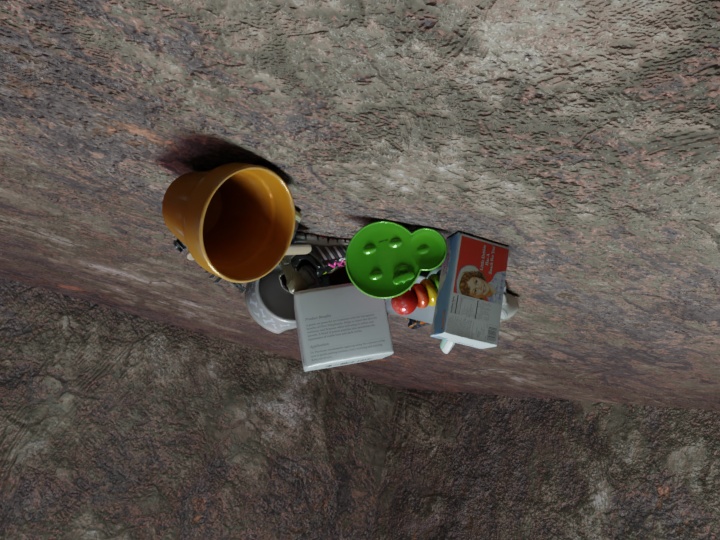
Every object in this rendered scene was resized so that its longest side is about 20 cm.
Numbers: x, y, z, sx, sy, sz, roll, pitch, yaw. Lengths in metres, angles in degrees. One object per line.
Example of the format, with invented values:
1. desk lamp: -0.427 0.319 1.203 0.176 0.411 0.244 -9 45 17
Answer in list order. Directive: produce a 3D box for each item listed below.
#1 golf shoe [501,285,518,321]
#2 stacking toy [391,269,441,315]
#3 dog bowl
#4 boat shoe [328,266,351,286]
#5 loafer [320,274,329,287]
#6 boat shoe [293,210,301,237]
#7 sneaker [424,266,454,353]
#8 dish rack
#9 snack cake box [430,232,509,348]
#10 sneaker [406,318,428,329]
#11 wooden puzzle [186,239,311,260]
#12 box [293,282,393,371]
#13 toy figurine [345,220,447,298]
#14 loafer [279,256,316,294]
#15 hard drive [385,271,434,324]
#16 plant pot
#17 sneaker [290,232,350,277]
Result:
1. golf shoe: 0.320 0.066 1.615 0.200 0.078 0.097 4 144 -41
2. stacking toy: 0.156 0.041 1.427 0.200 0.086 0.085 -22 174 -17
3. dog bowl: -0.184 0.057 1.722 0.200 0.201 0.059 15 150 -17
4. boat shoe: 0.000 0.000 1.627 0.065 0.072 0.200 -23 175 -37
5. loafer: -0.023 0.051 1.792 0.063 0.072 0.200 23 175 -42
6. boat shoe: -0.218 -0.100 1.390 0.200 0.066 0.072 6 165 17
7. sneaker: 0.179 0.077 1.542 0.118 0.201 0.074 15 -174 13
8. dish rack: -0.359 -0.012 1.657 0.200 0.055 0.153 47 168 -11
9. snack cake box: 0.212 0.041 1.337 0.115 0.201 0.067 15 165 -14
10. sneaker: 0.113 0.084 1.746 0.199 0.112 0.078 13 165 -4
11. wooden puzzle: -0.232 -0.050 1.450 0.200 0.046 0.185 -2 -178 33
12. box: -0.046 0.129 1.582 0.198 0.172 0.200 -9 171 -8
13. toy figurine: 0.076 -0.024 1.420 0.199 0.151 0.184 -15 176 4
14. loafer: -0.167 0.006 1.627 0.075 0.070 0.200 51 174 -21
15. hard drive: 0.151 0.062 1.665 0.199 0.033 0.140 15 130 -14
16. plant pot: -0.248 -0.097 1.219 0.183 0.201 0.200 18 173 41
17. sneaker: -0.065 -0.022 1.521 0.199 0.088 0.074 10 162 5
